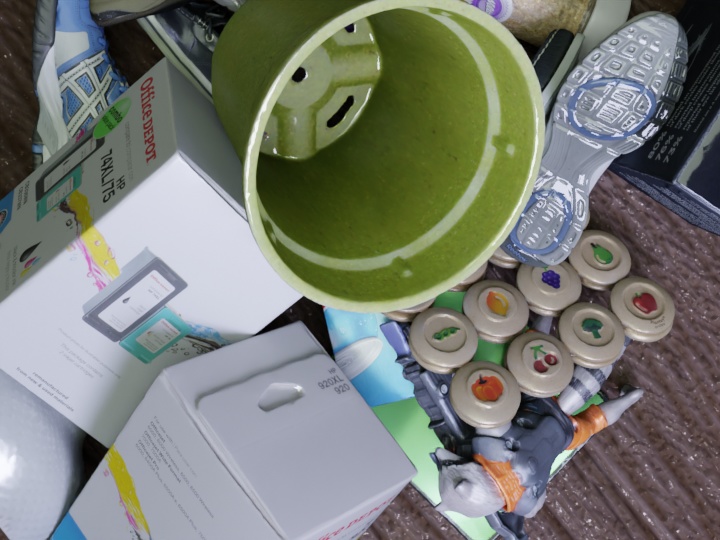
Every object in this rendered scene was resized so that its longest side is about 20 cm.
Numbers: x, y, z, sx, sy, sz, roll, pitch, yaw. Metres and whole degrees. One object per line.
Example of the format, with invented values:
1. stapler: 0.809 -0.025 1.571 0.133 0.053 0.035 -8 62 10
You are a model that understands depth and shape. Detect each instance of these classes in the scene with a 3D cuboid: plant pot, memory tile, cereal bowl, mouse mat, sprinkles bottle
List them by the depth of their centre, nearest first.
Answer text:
1. plant pot: -0.011 -0.104 0.844 0.198 0.184 0.203 -11 120 -20
2. memory tile: 0.118 0.019 0.941 0.198 0.017 0.154 -25 62 -24
3. sprinkles bottle: 0.097 -0.214 0.951 0.198 0.068 0.069 23 95 -7
4. cereal bowl: -0.260 0.103 0.956 0.083 0.200 0.202 -31 92 -12
5. mouse mat: 0.079 0.098 1.025 0.200 0.008 0.161 44 95 -1

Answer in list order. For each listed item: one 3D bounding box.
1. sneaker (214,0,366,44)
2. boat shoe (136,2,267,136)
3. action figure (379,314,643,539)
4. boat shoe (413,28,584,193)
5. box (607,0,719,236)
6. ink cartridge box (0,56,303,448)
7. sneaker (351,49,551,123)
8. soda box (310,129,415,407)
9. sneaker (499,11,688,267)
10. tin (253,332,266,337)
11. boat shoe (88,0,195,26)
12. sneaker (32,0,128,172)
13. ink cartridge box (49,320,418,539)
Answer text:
1. sneaker: -0.064 -0.225 0.942 0.198 0.081 0.084 23 127 -6
2. boat shoe: -0.121 -0.176 0.986 0.062 0.075 0.200 -41 96 0
3. action figure: 0.109 0.094 0.940 0.201 0.104 0.194 53 57 -16
4. boat shoe: 0.087 -0.094 0.916 0.060 0.076 0.201 33 83 9
5. box: 0.262 -0.106 0.899 0.104 0.200 0.149 31 97 -10
6. ink cartridge box: -0.157 -0.013 0.920 0.199 0.147 0.146 -38 123 13
7. sneaker: 0.060 -0.105 0.979 0.197 0.075 0.117 5 97 2
8. soda box: 0.000 0.000 0.989 0.067 0.064 0.203 -13 92 4
9. sneaker: 0.156 -0.100 0.907 0.074 0.087 0.201 31 121 -6
10. tin: -0.057 0.146 0.990 0.111 0.042 0.203 6 105 41
11. boat shoe: -0.104 -0.224 0.884 0.197 0.076 0.075 -12 102 15
12. sneaker: -0.208 -0.143 0.989 0.076 0.076 0.203 1 104 -3
13. ink cartridge box: -0.090 0.164 0.903 0.145 0.147 0.201 49 126 17
